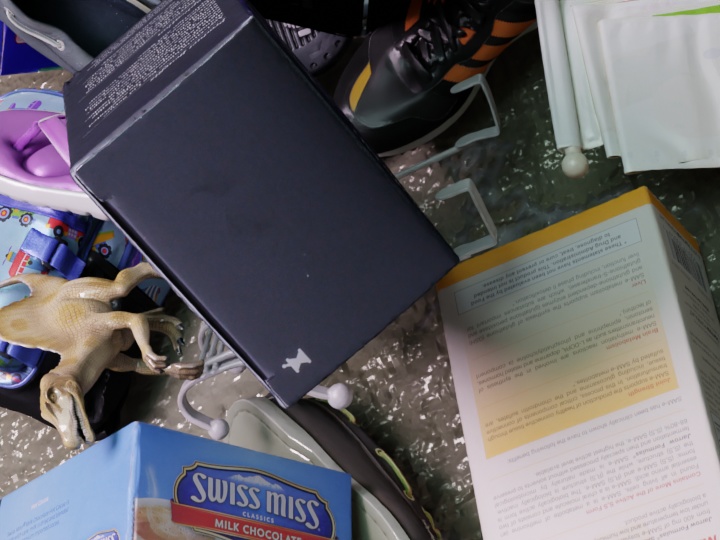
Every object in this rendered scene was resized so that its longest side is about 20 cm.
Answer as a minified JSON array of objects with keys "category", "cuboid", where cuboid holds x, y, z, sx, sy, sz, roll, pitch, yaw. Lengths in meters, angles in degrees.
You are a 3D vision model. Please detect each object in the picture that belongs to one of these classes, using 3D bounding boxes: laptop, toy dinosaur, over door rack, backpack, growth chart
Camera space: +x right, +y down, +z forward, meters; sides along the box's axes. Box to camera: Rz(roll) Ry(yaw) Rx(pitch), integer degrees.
[{"category":"laptop","cuboid":[-0.014,-0.190,1.071,0.199,0.177,0.104,14,86,0]},{"category":"toy dinosaur","cuboid":[-0.138,0.021,1.014,0.200,0.101,0.058,-129,38,-62]},{"category":"over door rack","cuboid":[0.000,0.000,1.062,0.200,0.067,0.148,-35,20,20]},{"category":"backpack","cuboid":[-0.195,-0.022,1.196,0.182,0.135,0.200,16,75,35]},{"category":"growth chart","cuboid":[0.187,-0.105,1.028,0.199,0.018,0.145,1,64,5]}]

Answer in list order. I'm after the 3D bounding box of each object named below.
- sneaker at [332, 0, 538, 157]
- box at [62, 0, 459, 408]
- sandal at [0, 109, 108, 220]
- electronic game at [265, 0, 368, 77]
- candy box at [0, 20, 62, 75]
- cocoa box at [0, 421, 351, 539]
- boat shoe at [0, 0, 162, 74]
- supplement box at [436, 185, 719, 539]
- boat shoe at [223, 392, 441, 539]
[{"category":"sneaker","cuboid":[0.059,-0.146,1.103,0.200,0.090,0.070,-39,72,-1]},{"category":"box","cuboid":[-0.053,-0.047,0.938,0.104,0.148,0.200,-40,19,3]},{"category":"sandal","cuboid":[-0.128,-0.063,1.099,0.202,0.050,0.082,18,36,16]},{"category":"electronic game","cuboid":[-0.042,-0.150,1.183,0.199,0.042,0.201,-2,77,11]},{"category":"candy box","cuboid":[-0.226,-0.185,1.260,0.200,0.169,0.077,22,113,36]},{"category":"cocoa box","cuboid":[-0.111,0.175,1.012,0.200,0.133,0.132,-30,51,47]},{"category":"boat shoe","cuboid":[-0.120,-0.118,1.118,0.073,0.200,0.062,-58,10,2]},{"category":"supplement box","cuboid":[0.121,0.076,0.993,0.126,0.074,0.200,-22,57,22]},{"category":"boat shoe","cuboid":[0.006,0.130,1.043,0.201,0.060,0.072,46,129,37]}]
